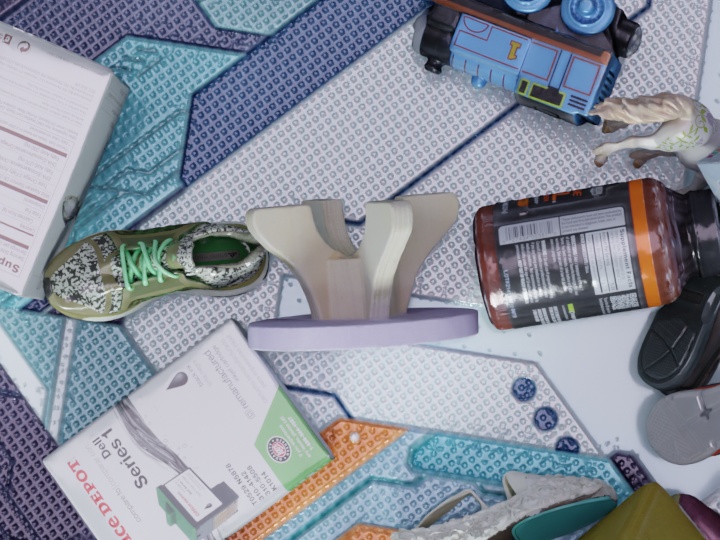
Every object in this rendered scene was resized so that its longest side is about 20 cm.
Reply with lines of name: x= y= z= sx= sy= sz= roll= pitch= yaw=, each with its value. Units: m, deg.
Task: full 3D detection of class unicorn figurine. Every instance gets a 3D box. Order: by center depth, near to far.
unicorn figurine: x=0.279 y=-0.106 z=1.724 sx=0.137 sy=0.199 sz=0.075 roll=-17 pitch=79 yaw=30

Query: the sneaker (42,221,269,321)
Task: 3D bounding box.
sneaker: x=-0.164 y=-0.011 z=1.727 sx=0.198 sy=0.089 sz=0.078 roll=-12 pitch=81 yaw=-17

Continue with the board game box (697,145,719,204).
board game box: x=0.401 y=-0.060 z=1.702 sx=0.198 sy=0.043 sz=0.201 roll=-36 pitch=105 yaw=-14

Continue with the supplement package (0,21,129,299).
supplement package: x=-0.287 y=-0.089 z=1.741 sx=0.117 sy=0.117 sz=0.201 roll=22 pitch=89 yaw=0

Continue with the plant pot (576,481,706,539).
plant pot: x=0.202 y=0.322 z=1.634 sx=0.195 sy=0.200 sz=0.195 roll=-42 pitch=87 yaw=22

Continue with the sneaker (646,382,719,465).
sneaker: x=0.331 y=0.108 z=1.697 sx=0.199 sy=0.082 sz=0.078 roll=-12 pitch=88 yaw=38

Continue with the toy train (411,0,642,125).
toy train: x=0.132 y=-0.199 z=1.739 sx=0.199 sy=0.087 sz=0.115 roll=22 pitch=91 yaw=13

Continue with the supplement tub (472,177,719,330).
supplement tub: x=0.197 y=-0.016 z=1.716 sx=0.198 sy=0.107 sz=0.108 roll=-9 pitch=87 yaw=9

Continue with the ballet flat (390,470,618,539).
ballet flat: x=0.114 y=0.205 z=1.742 sx=0.199 sy=0.072 sz=0.072 roll=-24 pitch=87 yaw=0

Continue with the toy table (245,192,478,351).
toy table: x=0.000 y=0.000 z=1.708 sx=0.199 sy=0.183 sz=0.118 roll=-6 pitch=95 yaw=-36

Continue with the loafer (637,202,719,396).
loafer: x=0.302 y=0.017 z=1.754 sx=0.072 sy=0.063 sz=0.201 roll=29 pitch=86 yaw=45

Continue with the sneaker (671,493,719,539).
sneaker: x=0.337 y=0.251 z=1.734 sx=0.090 sy=0.075 sz=0.200 roll=-39 pitch=87 yaw=-16

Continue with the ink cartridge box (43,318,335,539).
ink cartridge box: x=-0.143 y=0.157 z=1.740 sx=0.199 sy=0.084 sz=0.146 roll=-37 pitch=86 yaw=-1
